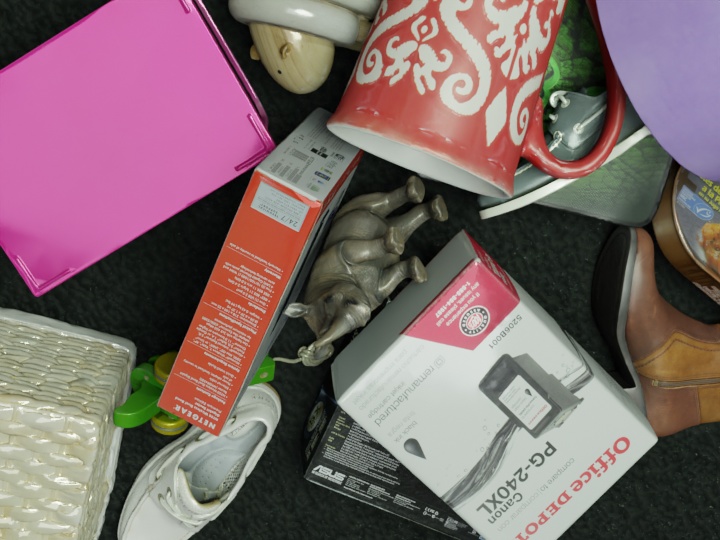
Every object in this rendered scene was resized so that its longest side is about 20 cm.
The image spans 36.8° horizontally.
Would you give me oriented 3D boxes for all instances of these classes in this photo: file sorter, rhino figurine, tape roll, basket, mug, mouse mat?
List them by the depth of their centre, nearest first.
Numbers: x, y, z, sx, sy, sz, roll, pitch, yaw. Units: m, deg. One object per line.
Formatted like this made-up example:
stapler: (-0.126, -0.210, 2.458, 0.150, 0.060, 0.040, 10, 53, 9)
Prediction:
tape roll: (0.242, -0.165, 0.691, 0.084, 0.201, 0.201, -20, 115, 47)
mug: (0.088, -0.159, 0.720, 0.175, 0.133, 0.203, 19, 90, -31)
rhino figurine: (0.000, 0.000, 0.776, 0.086, 0.201, 0.060, -20, 114, 27)
file sorter: (-0.178, -0.107, 0.780, 0.198, 0.126, 0.140, -30, 107, 5)
mouse mat: (0.148, -0.126, 0.800, 0.196, 0.008, 0.164, 12, 108, -5)
basket: (-0.291, 0.149, 0.839, 0.196, 0.161, 0.201, 13, 106, -9)

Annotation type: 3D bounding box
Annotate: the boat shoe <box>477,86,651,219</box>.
boat shoe: (0.162, -0.105, 0.773, 0.198, 0.073, 0.062, -31, 92, 5)

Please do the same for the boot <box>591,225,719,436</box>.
boot: (0.296, 0.047, 0.893, 0.196, 0.069, 0.192, -6, 101, -6)

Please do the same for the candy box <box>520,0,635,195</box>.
candy box: (0.175, -0.173, 0.818, 0.115, 0.057, 0.203, 17, 108, -9)

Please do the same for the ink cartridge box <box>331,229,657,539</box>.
ink cartridge box: (0.098, 0.097, 0.795, 0.200, 0.083, 0.145, 43, 98, -14)

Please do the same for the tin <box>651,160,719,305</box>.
tin: (0.315, -0.020, 0.862, 0.199, 0.042, 0.113, 37, 75, -14)

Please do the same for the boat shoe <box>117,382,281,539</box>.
boat shoe: (-0.141, 0.179, 0.904, 0.070, 0.069, 0.201, 34, 104, -15)

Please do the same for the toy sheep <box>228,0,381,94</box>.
toy sheep: (-0.029, -0.225, 0.753, 0.135, 0.138, 0.204, 10, 93, -7)

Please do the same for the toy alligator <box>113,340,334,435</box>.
toy alligator: (-0.115, 0.078, 0.867, 0.198, 0.054, 0.060, -17, 131, -34)

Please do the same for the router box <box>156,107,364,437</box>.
router box: (-0.063, -0.008, 0.771, 0.048, 0.200, 0.181, 25, 112, 0)

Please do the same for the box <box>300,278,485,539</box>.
box: (0.071, 0.119, 0.889, 0.197, 0.086, 0.166, 23, 105, -11)
